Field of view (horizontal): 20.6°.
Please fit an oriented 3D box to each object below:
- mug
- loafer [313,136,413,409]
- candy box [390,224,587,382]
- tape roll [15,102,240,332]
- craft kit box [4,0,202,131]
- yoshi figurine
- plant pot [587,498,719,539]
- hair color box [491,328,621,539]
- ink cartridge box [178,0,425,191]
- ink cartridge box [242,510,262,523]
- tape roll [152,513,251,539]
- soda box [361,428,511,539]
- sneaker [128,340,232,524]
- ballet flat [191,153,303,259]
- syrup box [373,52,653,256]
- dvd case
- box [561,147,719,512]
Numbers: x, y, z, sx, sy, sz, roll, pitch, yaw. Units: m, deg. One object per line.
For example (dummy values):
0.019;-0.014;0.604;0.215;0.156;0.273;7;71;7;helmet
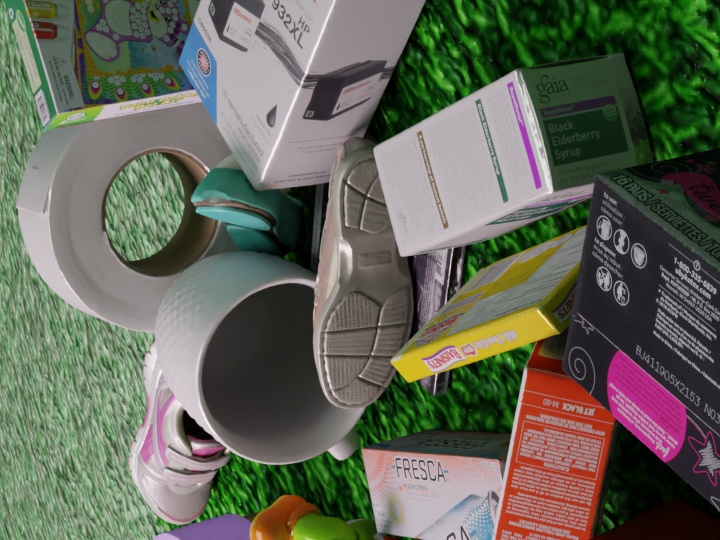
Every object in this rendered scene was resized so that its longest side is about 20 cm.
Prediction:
-0.072;0.075;1.571;0.200;0.148;0.175;49;171;-25;mug
0.000;0.000;1.455;0.063;0.072;0.200;-125;37;-65;loafer
0.100;0.018;1.263;0.026;0.102;0.200;48;154;-9;candy box
-0.178;-0.052;1.640;0.071;0.202;0.203;16;116;60;tape roll
-0.184;-0.223;1.583;0.049;0.197;0.200;-33;73;58;craft kit box
0.005;0.248;1.468;0.200;0.112;0.112;18;91;29;yoshi figurine
0.190;0.267;1.118;0.176;0.200;0.200;11;112;49;plant pot
0.121;0.138;1.225;0.111;0.064;0.200;-54;-24;-68;hair color box
-0.044;-0.180;1.442;0.145;0.084;0.200;59;142;30;ink cartridge box
-0.037;0.300;1.666;0.200;0.075;0.165;12;114;59;ink cartridge box
-0.113;0.309;1.663;0.200;0.066;0.200;34;130;52;tape roll
0.077;0.153;1.403;0.200;0.063;0.069;-6;97;63;soda box
-0.160;0.158;1.828;0.088;0.081;0.200;45;139;48;sneaker
-0.085;-0.059;1.538;0.200;0.067;0.071;53;-132;-77;ballet flat
0.093;-0.070;1.258;0.200;0.079;0.082;-21;83;62;syrup box
0.016;-0.019;1.492;0.200;0.016;0.149;45;139;45;dvd case
0.215;0.037;1.039;0.200;0.115;0.132;43;136;45;box
